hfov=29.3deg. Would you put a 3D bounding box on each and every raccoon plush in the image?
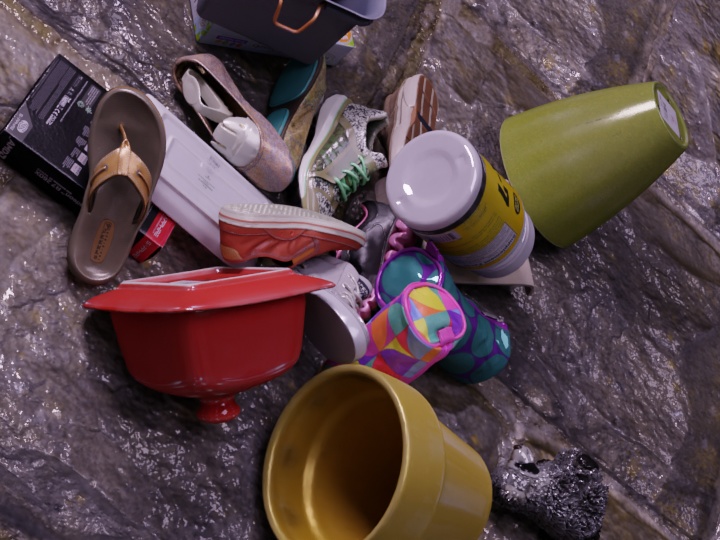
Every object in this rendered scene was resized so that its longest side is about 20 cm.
[{"bbox_3d":[0.220,0.293,1.578,0.133,0.097,0.202,-17,78,-33],"label":"raccoon plush"}]

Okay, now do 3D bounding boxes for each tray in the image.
[{"bbox_3d":[-0.167,-0.090,1.457,0.200,0.022,0.108,41,48,-28],"label":"tray"}]

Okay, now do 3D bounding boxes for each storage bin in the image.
[{"bbox_3d":[-0.086,-0.315,1.549,0.198,0.134,0.147,20,55,-24],"label":"storage bin"}]

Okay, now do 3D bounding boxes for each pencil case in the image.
[{"bbox_3d":[0.096,0.051,1.559,0.085,0.092,0.200,48,3,41],"label":"pencil case"},{"bbox_3d":[0.030,0.094,1.465,0.088,0.200,0.089,18,49,-23],"label":"pencil case"}]

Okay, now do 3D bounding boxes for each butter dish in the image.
[{"bbox_3d":[-0.147,0.078,1.368,0.198,0.199,0.150,-8,97,-41],"label":"butter dish"}]

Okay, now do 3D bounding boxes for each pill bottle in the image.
[{"bbox_3d":[0.119,-0.068,1.554,0.200,0.113,0.116,36,43,-56],"label":"pill bottle"}]

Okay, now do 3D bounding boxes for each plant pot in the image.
[{"bbox_3d":[0.311,-0.155,1.763,0.187,0.199,0.189,37,40,-38],"label":"plant pot"},{"bbox_3d":[0.032,0.217,1.412,0.188,0.199,0.203,25,53,-43],"label":"plant pot"}]

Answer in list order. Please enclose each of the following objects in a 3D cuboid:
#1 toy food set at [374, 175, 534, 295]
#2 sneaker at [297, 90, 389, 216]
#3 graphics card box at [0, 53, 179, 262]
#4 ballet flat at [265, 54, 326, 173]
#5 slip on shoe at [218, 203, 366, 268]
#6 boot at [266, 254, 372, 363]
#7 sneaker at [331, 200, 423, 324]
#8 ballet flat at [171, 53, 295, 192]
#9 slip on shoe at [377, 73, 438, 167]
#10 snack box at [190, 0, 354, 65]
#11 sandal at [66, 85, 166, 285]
[{"bbox_3d":[0.118,-0.040,1.696,0.198,0.060,0.145,1,67,-27],"label":"toy food set"},{"bbox_3d":[-0.016,-0.120,1.585,0.077,0.087,0.202,66,33,-57],"label":"sneaker"},{"bbox_3d":[-0.271,-0.116,1.437,0.199,0.051,0.126,38,50,-18],"label":"graphics card box"},{"bbox_3d":[-0.078,-0.176,1.612,0.070,0.071,0.201,34,51,-18],"label":"ballet flat"},{"bbox_3d":[-0.074,-0.034,1.472,0.199,0.074,0.062,1,105,-47],"label":"slip on shoe"},{"bbox_3d":[-0.024,0.030,1.458,0.095,0.200,0.074,-20,121,-27],"label":"boot"},{"bbox_3d":[0.000,0.000,1.581,0.094,0.079,0.201,20,60,13],"label":"sneaker"},{"bbox_3d":[-0.149,-0.163,1.519,0.200,0.068,0.067,50,24,24],"label":"ballet flat"},{"bbox_3d":[0.051,-0.161,1.672,0.076,0.060,0.202,50,33,-36],"label":"slip on shoe"},{"bbox_3d":[-0.111,-0.334,1.667,0.198,0.053,0.144,4,66,-35],"label":"snack box"},{"bbox_3d":[-0.242,-0.080,1.364,0.079,0.054,0.202,15,95,-15],"label":"sandal"}]
